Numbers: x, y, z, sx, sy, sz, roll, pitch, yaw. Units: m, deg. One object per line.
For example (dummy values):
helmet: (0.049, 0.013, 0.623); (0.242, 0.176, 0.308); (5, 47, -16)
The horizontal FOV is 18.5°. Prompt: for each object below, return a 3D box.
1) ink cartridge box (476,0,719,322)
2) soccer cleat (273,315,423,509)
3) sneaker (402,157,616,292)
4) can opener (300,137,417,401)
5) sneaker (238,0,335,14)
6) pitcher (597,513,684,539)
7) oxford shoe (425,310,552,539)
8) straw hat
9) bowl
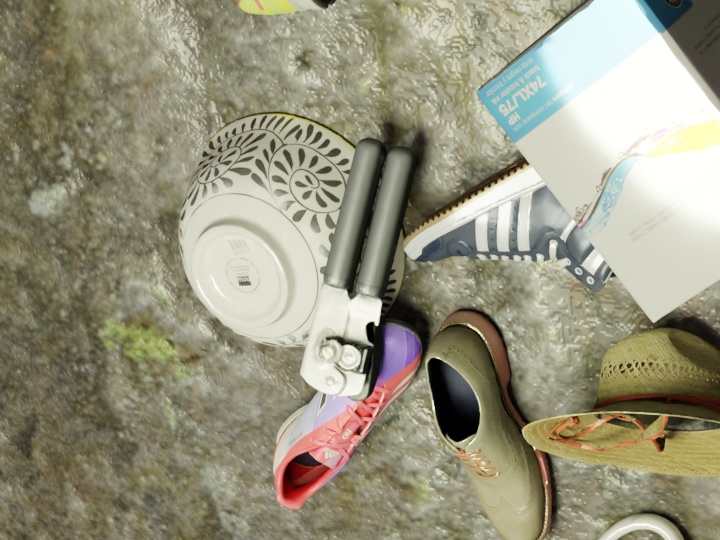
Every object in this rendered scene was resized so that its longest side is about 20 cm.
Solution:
ink cartridge box: (0.213, -0.103, 1.487); (0.146, 0.147, 0.200); (-36, 93, 37)
soccer cleat: (-0.011, 0.116, 1.769); (0.068, 0.073, 0.200); (27, 131, -14)
sneaker: (0.127, -0.023, 1.627); (0.199, 0.070, 0.109); (-29, 96, 35)
can opener: (0.000, 0.000, 1.678); (0.052, 0.066, 0.202); (15, 100, 16)
sneaker: (-0.095, -0.273, 1.625); (0.090, 0.078, 0.201); (-14, 107, 37)
pitcher: (0.176, 0.287, 1.744); (0.199, 0.121, 0.173); (-12, 87, 24)
oxford shoe: (0.092, 0.136, 1.728); (0.070, 0.074, 0.201); (-12, 108, 34)
straw hat: (0.221, 0.088, 1.616); (0.200, 0.201, 0.086); (-5, 69, 32)
bowl: (-0.073, -0.013, 1.736); (0.199, 0.094, 0.202); (13, 121, 23)
